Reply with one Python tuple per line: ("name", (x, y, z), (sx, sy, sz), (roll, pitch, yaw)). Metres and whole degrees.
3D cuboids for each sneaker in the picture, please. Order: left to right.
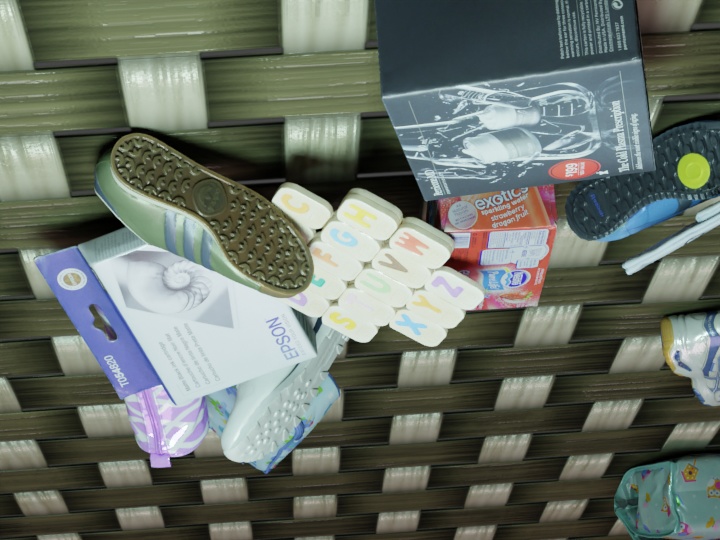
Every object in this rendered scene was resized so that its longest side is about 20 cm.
("sneaker", (-0.136, -0.041, 1.669), (0.200, 0.067, 0.090), (34, 156, -19))
("sneaker", (-0.079, 0.088, 1.900), (0.080, 0.201, 0.077), (28, 164, 19))
("sneaker", (0.270, -0.081, 1.726), (0.199, 0.066, 0.078), (-25, 172, 38))
("sneaker", (0.400, 0.096, 2.200), (0.088, 0.076, 0.200), (-14, 158, 24))

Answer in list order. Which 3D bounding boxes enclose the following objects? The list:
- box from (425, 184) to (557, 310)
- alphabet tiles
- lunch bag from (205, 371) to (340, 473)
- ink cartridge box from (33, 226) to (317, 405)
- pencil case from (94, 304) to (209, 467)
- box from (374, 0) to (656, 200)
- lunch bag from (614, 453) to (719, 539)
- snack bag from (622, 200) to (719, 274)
("box", (0.110, -0.041, 1.733), (0.099, 0.096, 0.200), (-3, 159, -1))
("alphabet tiles", (0.000, 0.000, 1.698), (0.195, 0.015, 0.200), (29, 148, -8))
("lunch bag", (-0.114, 0.113, 2.022), (0.082, 0.161, 0.200), (-45, 179, -23))
("ink cartridge box", (-0.163, 0.035, 1.802), (0.199, 0.041, 0.200), (-19, 132, 9))
("pencil case", (-0.198, 0.088, 1.928), (0.083, 0.086, 0.201), (-4, 131, 11))
("box", (0.115, -0.142, 1.453), (0.180, 0.105, 0.200), (-7, 159, 10))
("lunch bag", (0.456, 0.316, 2.745), (0.169, 0.123, 0.200), (0, 168, -18))
("snack bag", (0.335, -0.069, 1.694), (0.188, 0.022, 0.200), (-27, 175, -40))
